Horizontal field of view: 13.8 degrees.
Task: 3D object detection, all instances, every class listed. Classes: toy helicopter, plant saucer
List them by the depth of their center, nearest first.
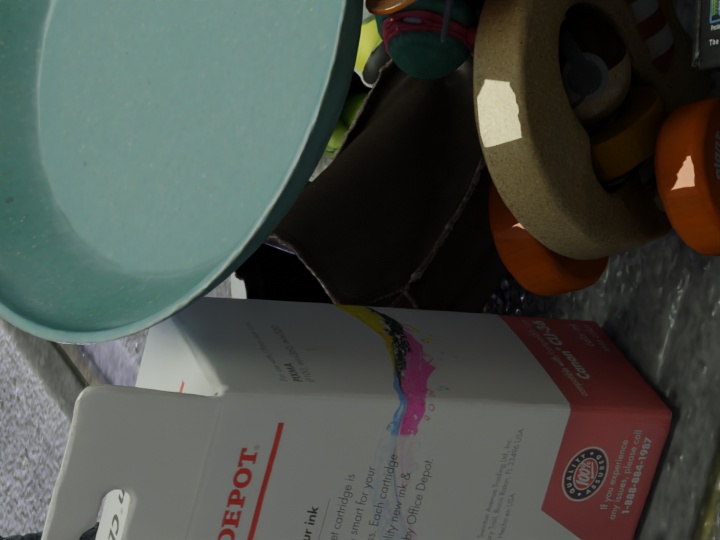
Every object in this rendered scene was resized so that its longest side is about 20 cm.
[{"bbox_3d":[0.068,-0.099,0.908,0.079,0.132,0.200,-14,52,37],"label":"toy helicopter"},{"bbox_3d":[-0.062,-0.073,0.924,0.200,0.036,0.200,-13,71,43],"label":"plant saucer"}]

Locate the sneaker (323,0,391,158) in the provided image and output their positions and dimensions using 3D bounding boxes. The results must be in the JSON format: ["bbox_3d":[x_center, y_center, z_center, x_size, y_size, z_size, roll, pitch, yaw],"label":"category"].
[{"bbox_3d":[-0.031,-0.073,1.163,0.200,0.075,0.076,136,133,-58],"label":"sneaker"}]

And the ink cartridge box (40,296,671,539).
[{"bbox_3d":[-0.014,0.074,0.950,0.068,0.200,0.117,-126,47,-55],"label":"ink cartridge box"}]

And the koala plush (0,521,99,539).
[{"bbox_3d":[-0.104,0.187,1.189,0.200,0.184,0.177,0,86,53],"label":"koala plush"}]

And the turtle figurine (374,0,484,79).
[{"bbox_3d":[0.019,-0.139,1.030,0.150,0.101,0.200,-15,54,36],"label":"turtle figurine"}]

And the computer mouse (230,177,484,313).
[{"bbox_3d":[-0.012,0.018,1.142,0.200,0.044,0.110,-142,60,-61],"label":"computer mouse"}]

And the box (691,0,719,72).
[{"bbox_3d":[0.160,-0.140,0.794,0.200,0.044,0.160,174,99,-65],"label":"box"}]

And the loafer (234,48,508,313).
[{"bbox_3d":[0.000,0.000,1.018,0.073,0.071,0.200,9,69,39],"label":"loafer"}]
